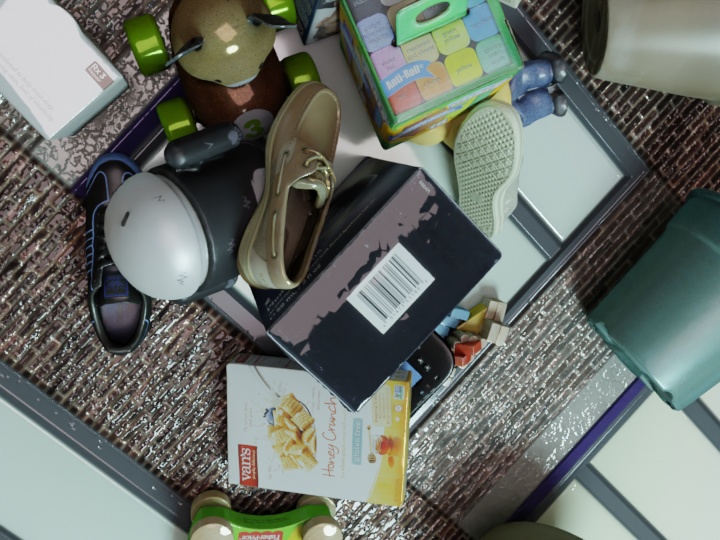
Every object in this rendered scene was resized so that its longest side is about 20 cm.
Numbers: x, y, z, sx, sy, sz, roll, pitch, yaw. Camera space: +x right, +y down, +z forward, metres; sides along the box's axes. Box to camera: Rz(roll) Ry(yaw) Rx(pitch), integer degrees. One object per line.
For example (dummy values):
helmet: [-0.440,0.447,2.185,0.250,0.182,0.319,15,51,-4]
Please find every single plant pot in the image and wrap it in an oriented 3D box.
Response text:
plant pot: [0.386,0.043,0.845,0.196,0.200,0.200,-43,108,7]
plant pot: [0.336,-0.272,0.776,0.172,0.200,0.202,-3,103,4]

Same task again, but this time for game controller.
game controller: [0.011,0.130,0.802,0.104,0.042,0.200,47,107,13]

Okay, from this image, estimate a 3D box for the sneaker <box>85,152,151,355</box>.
sneaker: [-0.238,-0.014,0.724,0.069,0.078,0.202,-5,103,-13]

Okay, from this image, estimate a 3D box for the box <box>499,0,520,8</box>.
box: [0.086,-0.352,0.661,0.199,0.128,0.110,29,88,8]

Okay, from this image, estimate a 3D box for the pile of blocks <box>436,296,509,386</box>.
pile of blocks: [0.090,0.093,0.837,0.200,0.062,0.082,-38,108,-5]

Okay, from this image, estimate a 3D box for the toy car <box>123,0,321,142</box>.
toy car: [-0.117,-0.193,0.655,0.163,0.200,0.159,-22,106,-9]

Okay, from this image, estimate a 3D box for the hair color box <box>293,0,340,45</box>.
hair color box: [-0.008,-0.276,0.663,0.099,0.200,0.061,-22,95,-8]

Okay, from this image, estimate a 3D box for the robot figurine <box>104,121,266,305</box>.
robot figurine: [-0.145,-0.051,0.695,0.199,0.124,0.151,-27,101,-39]

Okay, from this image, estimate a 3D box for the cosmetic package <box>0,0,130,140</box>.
cosmetic package: [-0.265,-0.179,0.620,0.081,0.200,0.113,-42,107,-3]

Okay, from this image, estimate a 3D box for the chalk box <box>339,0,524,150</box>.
chalk box: [0.058,-0.199,0.645,0.124,0.200,0.125,-23,93,0]

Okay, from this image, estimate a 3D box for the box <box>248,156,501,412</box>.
box: [0.000,0.000,0.724,0.123,0.198,0.200,44,89,-17]

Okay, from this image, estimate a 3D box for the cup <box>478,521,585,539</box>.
cup: [0.207,0.391,0.885,0.198,0.143,0.202,-3,101,-13]

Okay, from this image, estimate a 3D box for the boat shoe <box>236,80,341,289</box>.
boat shoe: [-0.050,-0.078,0.653,0.072,0.065,0.202,29,72,-41]

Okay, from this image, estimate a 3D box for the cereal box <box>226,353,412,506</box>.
cereal box: [-0.046,0.171,0.786,0.198,0.040,0.145,4,103,10]

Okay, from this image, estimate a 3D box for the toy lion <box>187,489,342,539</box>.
toy lion: [-0.105,0.356,0.847,0.198,0.069,0.193,5,107,-15]

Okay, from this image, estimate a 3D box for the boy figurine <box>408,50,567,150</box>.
boy figurine: [0.127,-0.174,0.792,0.198,0.065,0.125,-18,121,-7]

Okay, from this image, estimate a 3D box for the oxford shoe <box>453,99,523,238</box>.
oxford shoe: [0.140,-0.111,0.766,0.075,0.201,0.058,34,68,23]
